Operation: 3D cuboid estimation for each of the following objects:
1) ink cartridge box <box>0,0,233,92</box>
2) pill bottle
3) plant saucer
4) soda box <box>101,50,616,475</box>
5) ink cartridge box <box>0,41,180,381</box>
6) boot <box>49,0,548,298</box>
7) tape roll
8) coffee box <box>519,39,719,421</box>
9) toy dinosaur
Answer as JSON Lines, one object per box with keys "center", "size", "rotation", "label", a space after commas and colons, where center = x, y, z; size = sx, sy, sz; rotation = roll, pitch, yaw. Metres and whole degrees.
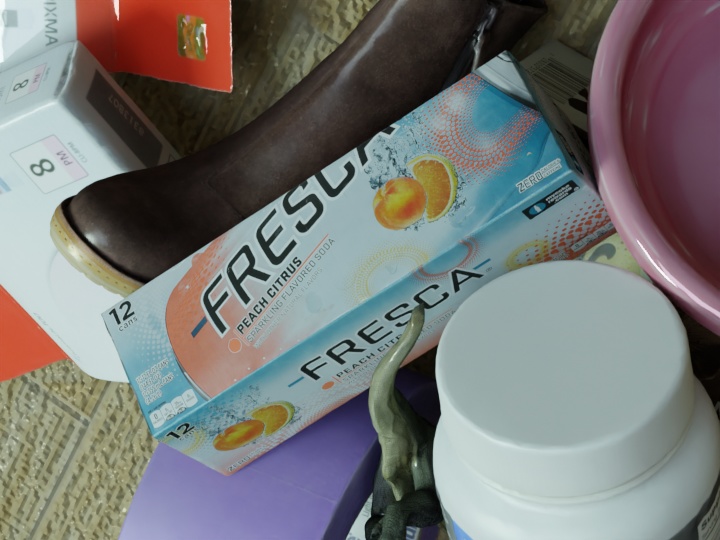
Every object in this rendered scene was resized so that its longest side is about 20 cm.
{"center": [-0.149, -0.166, 1.145], "size": [0.200, 0.057, 0.163], "rotation": [16, 116, 39], "label": "ink cartridge box"}
{"center": [0.090, 0.095, 1.018], "size": [0.114, 0.114, 0.200], "rotation": [10, 142, 21], "label": "pill bottle"}
{"center": [0.186, -0.051, 1.003], "size": [0.200, 0.201, 0.051], "rotation": [36, 162, 9], "label": "plant saucer"}
{"center": [0.000, 0.000, 1.017], "size": [0.200, 0.068, 0.064], "rotation": [-33, 61, 11], "label": "soda box"}
{"center": [-0.161, -0.005, 1.191], "size": [0.200, 0.057, 0.163], "rotation": [-23, 125, 26], "label": "ink cartridge box"}
{"center": [-0.025, -0.064, 1.071], "size": [0.072, 0.200, 0.166], "rotation": [49, 121, 27], "label": "boot"}
{"center": [-0.035, 0.129, 1.138], "size": [0.085, 0.200, 0.200], "rotation": [21, 116, 17], "label": "tape roll"}
{"center": [0.132, 0.004, 1.084], "size": [0.200, 0.080, 0.113], "rotation": [31, 117, 11], "label": "coffee box"}
{"center": [0.019, 0.093, 1.053], "size": [0.047, 0.088, 0.200], "rotation": [12, 156, 16], "label": "toy dinosaur"}
